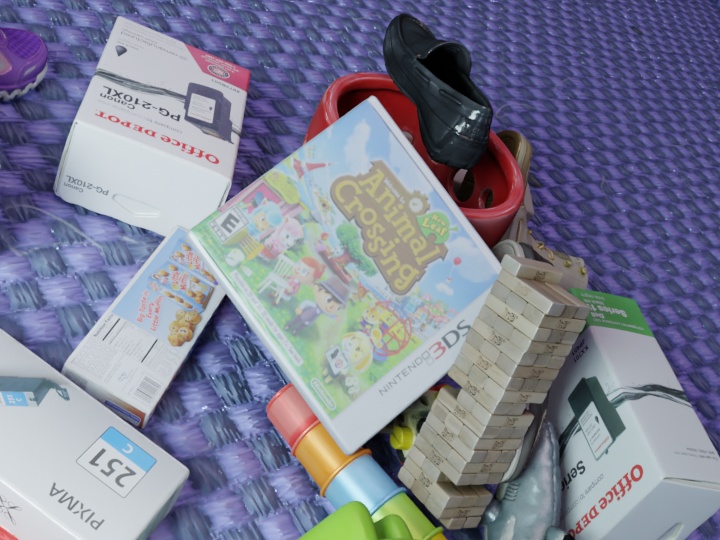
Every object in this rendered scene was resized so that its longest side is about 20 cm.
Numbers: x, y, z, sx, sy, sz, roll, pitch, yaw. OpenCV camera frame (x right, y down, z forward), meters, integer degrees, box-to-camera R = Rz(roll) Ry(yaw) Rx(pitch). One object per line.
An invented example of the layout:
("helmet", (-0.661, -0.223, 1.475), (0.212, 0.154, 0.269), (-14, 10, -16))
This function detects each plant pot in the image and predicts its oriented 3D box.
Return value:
("plant pot", (0.022, -0.051, 0.839), (0.198, 0.184, 0.202), (20, 37, -16))

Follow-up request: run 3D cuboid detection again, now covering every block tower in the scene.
("block tower", (0.096, 0.092, 0.672), (0.053, 0.203, 0.058), (9, 20, -42))

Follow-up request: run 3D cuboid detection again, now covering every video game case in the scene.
("video game case", (0.000, 0.000, 0.683), (0.181, 0.022, 0.201), (-37, 89, -14))

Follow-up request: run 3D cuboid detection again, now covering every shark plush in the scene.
("shark plush", (0.129, 0.213, 0.688), (0.090, 0.083, 0.201), (33, 36, -17))

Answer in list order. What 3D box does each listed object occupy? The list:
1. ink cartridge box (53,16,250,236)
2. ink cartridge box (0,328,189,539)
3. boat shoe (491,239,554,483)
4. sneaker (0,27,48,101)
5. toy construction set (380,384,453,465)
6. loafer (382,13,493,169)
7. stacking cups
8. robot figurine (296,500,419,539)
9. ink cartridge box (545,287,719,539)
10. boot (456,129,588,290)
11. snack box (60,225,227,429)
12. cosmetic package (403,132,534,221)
("ink cartridge box", (-0.189, -0.134, 0.860), (0.143, 0.085, 0.202), (19, 37, -17))
("ink cartridge box", (-0.231, 0.129, 0.555), (0.199, 0.045, 0.176), (35, 34, 3))
("boat shoe", (0.134, 0.072, 0.739), (0.056, 0.067, 0.203), (17, 64, -27))
("sneaker", (-0.366, -0.207, 0.808), (0.198, 0.089, 0.081), (-9, 51, -45))
("toy construction set", (0.061, 0.100, 0.781), (0.197, 0.093, 0.132), (-1, 46, -23))
("loafer", (0.071, -0.173, 0.806), (0.067, 0.071, 0.202), (9, 41, -27))
("stacking cups", (0.003, 0.164, 0.677), (0.060, 0.061, 0.200), (-19, 60, -48))
("robot figurine", (0.018, 0.245, 0.545), (0.175, 0.115, 0.202), (34, 26, -44))
("ink cartridge box", (0.207, 0.140, 0.788), (0.082, 0.148, 0.202), (11, 39, -25))
("boot", (0.170, -0.030, 0.933), (0.153, 0.203, 0.072), (11, 9, -30))
("snack box", (-0.160, 0.037, 0.733), (0.071, 0.024, 0.201), (29, 36, -4))
("cosmetic package", (0.076, -0.086, 0.993), (0.197, 0.104, 0.088), (19, 38, -16))
